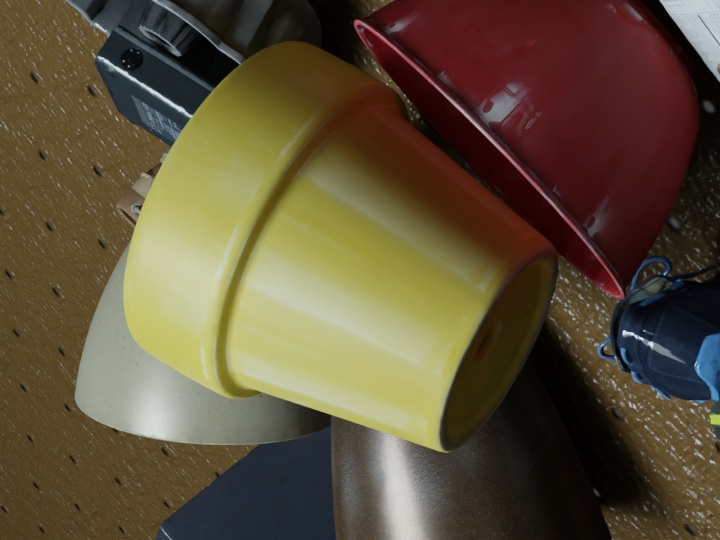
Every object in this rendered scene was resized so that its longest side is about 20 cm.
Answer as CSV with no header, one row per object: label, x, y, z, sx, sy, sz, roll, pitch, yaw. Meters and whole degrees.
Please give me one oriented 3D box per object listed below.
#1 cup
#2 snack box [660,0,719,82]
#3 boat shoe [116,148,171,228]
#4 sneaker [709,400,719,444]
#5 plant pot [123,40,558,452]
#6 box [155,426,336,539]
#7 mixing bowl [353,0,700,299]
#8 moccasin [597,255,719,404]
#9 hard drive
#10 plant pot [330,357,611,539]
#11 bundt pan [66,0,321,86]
cup,-0.108,0.028,1.327,0.200,0.199,0.144,16,107,44
snack box,0.210,-0.083,0.864,0.200,0.024,0.072,49,165,-19
boat shoe,-0.093,0.013,1.217,0.200,0.072,0.076,53,168,15
sneaker,0.247,0.037,0.941,0.076,0.076,0.200,54,153,18
plant pot,0.000,0.000,1.010,0.188,0.201,0.201,28,143,20
box,-0.066,0.213,1.422,0.104,0.200,0.182,45,148,12
mixing bowl,0.103,-0.093,0.936,0.200,0.108,0.200,46,180,0
moccasin,0.169,0.027,0.971,0.068,0.081,0.200,19,177,8
hard drive,-0.079,-0.081,1.206,0.199,0.033,0.140,33,171,5
plant pot,0.053,0.106,1.199,0.186,0.186,0.201,-2,106,54
bundt pan,-0.108,-0.176,1.145,0.201,0.076,0.202,32,172,5
